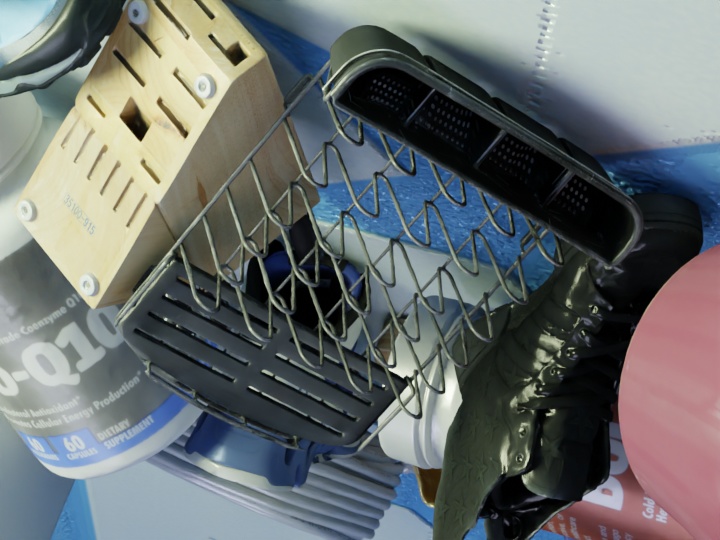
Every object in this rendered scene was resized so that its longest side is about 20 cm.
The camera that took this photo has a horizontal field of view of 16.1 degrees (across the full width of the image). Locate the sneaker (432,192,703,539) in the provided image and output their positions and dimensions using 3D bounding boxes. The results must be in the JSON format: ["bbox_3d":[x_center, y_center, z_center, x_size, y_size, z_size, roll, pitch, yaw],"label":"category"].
[{"bbox_3d":[0.091,0.056,1.120,0.060,0.104,0.200,12,146,-28],"label":"sneaker"}]

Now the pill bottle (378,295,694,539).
[{"bbox_3d":[0.115,0.076,1.232,0.200,0.112,0.112,14,161,21],"label":"pill bottle"}]

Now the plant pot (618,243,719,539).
[{"bbox_3d":[0.204,0.064,1.004,0.200,0.200,0.179,32,175,-31],"label":"plant pot"}]

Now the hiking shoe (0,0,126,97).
[{"bbox_3d":[-0.190,-0.124,1.056,0.200,0.074,0.087,11,160,31],"label":"hiking shoe"}]

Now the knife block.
[{"bbox_3d":[-0.056,-0.051,1.129,0.064,0.175,0.200,48,127,21],"label":"knife block"}]

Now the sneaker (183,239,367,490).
[{"bbox_3d":[-0.027,0.041,1.358,0.080,0.115,0.199,21,-168,6],"label":"sneaker"}]

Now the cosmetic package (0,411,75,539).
[{"bbox_3d":[-0.240,0.042,1.397,0.200,0.200,0.123,4,156,42],"label":"cosmetic package"}]

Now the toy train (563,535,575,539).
[{"bbox_3d":[0.147,0.101,1.321,0.116,0.200,0.085,-25,143,8],"label":"toy train"}]

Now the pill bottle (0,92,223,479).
[{"bbox_3d":[-0.161,-0.003,1.251,0.114,0.114,0.200,3,136,45],"label":"pill bottle"}]

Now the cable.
[{"bbox_3d":[-0.072,0.100,1.532,0.200,0.069,0.200,24,179,16],"label":"cable"}]

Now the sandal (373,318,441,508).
[{"bbox_3d":[0.048,0.099,1.453,0.078,0.070,0.212,13,161,25],"label":"sandal"}]

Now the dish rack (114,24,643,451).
[{"bbox_3d":[0.000,0.000,1.066,0.153,0.055,0.200,29,116,-27],"label":"dish rack"}]
